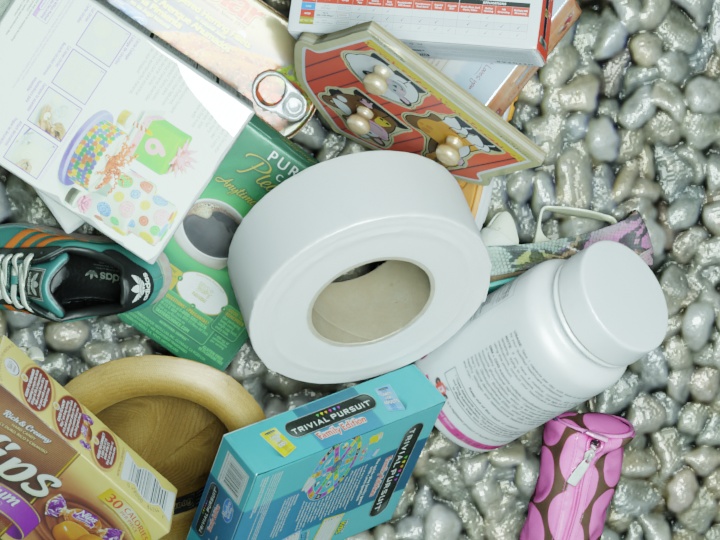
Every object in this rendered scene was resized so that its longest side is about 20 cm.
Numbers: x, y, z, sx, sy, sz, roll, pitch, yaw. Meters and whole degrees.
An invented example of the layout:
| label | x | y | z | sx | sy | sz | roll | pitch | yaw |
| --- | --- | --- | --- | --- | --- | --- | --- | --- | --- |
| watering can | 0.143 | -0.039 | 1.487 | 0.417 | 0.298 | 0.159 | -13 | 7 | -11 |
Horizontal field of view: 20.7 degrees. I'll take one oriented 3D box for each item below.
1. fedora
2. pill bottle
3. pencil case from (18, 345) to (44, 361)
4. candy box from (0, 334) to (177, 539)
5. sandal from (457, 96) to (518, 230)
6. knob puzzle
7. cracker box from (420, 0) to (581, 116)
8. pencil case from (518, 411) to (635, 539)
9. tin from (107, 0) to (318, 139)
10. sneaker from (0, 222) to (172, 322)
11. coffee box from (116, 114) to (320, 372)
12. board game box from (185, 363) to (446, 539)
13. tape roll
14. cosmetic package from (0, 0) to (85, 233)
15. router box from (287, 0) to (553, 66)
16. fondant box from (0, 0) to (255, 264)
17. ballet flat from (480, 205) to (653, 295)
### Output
| label | x | y | z | sx | sy | sz | roll | pitch | yaw |
| --- | --- | --- | --- | --- | --- | --- | --- | --- | --- |
| fedora | -0.163 | 0.131 | 1.611 | 0.199 | 0.082 | 0.202 | 3 | 124 | 4 |
| pill bottle | 0.145 | 0.060 | 1.592 | 0.113 | 0.114 | 0.200 | 44 | 134 | -12 |
| pencil case | -0.355 | 0.099 | 1.594 | 0.198 | 0.078 | 0.090 | 0 | 125 | -7 |
| candy box | -0.253 | 0.155 | 1.550 | 0.116 | 0.057 | 0.200 | -33 | 118 | 23 |
| sandal | 0.080 | -0.119 | 1.615 | 0.059 | 0.079 | 0.209 | -5 | 105 | -52 |
| knob puzzle | 0.024 | -0.116 | 1.539 | 0.219 | 0.219 | 0.031 | 32 | 73 | -12 |
| cracker box | 0.058 | -0.216 | 1.571 | 0.200 | 0.058 | 0.134 | 40 | 93 | 17 |
| pencil case | 0.175 | 0.219 | 1.684 | 0.090 | 0.094 | 0.202 | 9 | 99 | -10 |
| tin | -0.122 | -0.182 | 1.603 | 0.199 | 0.042 | 0.112 | 34 | 97 | -12 |
| sneaker | -0.255 | 0.002 | 1.568 | 0.198 | 0.080 | 0.072 | 1 | 98 | 15 |
| coffee box | -0.108 | -0.021 | 1.609 | 0.123 | 0.044 | 0.200 | 34 | 106 | -12 |
| board game box | -0.039 | 0.168 | 1.582 | 0.199 | 0.047 | 0.152 | -18 | 143 | -39 |
| tape roll | 0.000 | 0.000 | 1.545 | 0.201 | 0.071 | 0.203 | -13 | 142 | -11 |
| cosmetic package | -0.251 | -0.142 | 1.573 | 0.101 | 0.071 | 0.201 | -35 | 102 | 0 |
| router box | 0.055 | -0.257 | 1.522 | 0.198 | 0.049 | 0.181 | 7 | 82 | 15 |
| fondant box | -0.201 | -0.122 | 1.514 | 0.199 | 0.058 | 0.145 | 34 | 97 | -9 |
| ballet flat | 0.149 | -0.017 | 1.661 | 0.198 | 0.069 | 0.072 | -8 | 83 | -10 |
